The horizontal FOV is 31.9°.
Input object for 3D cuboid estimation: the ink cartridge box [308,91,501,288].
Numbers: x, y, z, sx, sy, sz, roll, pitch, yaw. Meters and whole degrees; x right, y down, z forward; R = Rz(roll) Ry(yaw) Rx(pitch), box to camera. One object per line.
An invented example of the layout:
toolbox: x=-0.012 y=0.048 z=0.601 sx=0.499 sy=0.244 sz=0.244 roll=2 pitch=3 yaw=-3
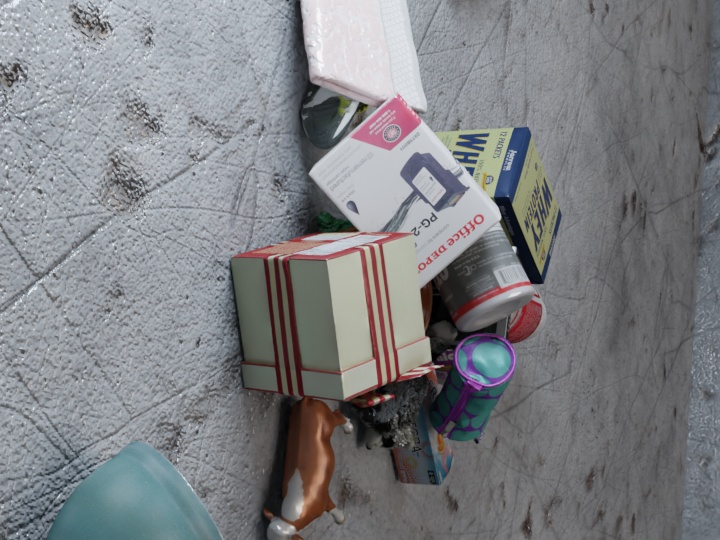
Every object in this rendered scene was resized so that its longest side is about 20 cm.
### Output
ink cartridge box: x=0.056 y=-0.096 z=1.550 sx=0.200 sy=0.145 sz=0.084 roll=48 pitch=9 yaw=-7

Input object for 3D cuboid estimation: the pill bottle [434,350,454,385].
pill bottle: x=0.122 y=0.066 z=1.856 sx=0.112 sy=0.112 sz=0.200 roll=-63 pitch=142 yaw=-41

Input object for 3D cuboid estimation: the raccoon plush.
raccoon plush: x=0.077 y=0.171 z=1.718 sx=0.134 sy=0.200 sz=0.097 roll=43 pitch=16 yaw=-56

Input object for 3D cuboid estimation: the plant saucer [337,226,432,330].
plant saucer: x=0.002 y=0.041 z=1.626 sx=0.200 sy=0.032 sz=0.201 roll=-4 pitch=99 yaw=-30

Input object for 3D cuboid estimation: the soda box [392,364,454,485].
soda box: x=0.079 y=0.209 z=1.819 sx=0.064 sy=0.068 sz=0.200 roll=-46 pitch=129 yaw=-53

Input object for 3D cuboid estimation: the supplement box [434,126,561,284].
supplement box: x=0.165 y=-0.090 z=1.844 sx=0.200 sy=0.199 sz=0.134 roll=60 pitch=40 yaw=-44

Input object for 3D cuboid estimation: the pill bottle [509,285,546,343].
pill bottle: x=0.235 y=0.061 z=2.074 sx=0.200 sy=0.112 sz=0.113 roll=21 pitch=71 yaw=-61

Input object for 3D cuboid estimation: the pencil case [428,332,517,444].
pencil case: x=0.150 y=0.162 z=1.699 sx=0.092 sy=0.085 sz=0.200 roll=-54 pitch=168 yaw=-29

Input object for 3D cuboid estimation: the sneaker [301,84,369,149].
sneaker: x=-0.014 y=-0.227 z=1.635 sx=0.085 sy=0.074 sz=0.200 roll=58 pitch=41 yaw=-46

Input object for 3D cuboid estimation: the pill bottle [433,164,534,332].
pill bottle: x=0.138 y=-0.030 z=1.668 sx=0.114 sy=0.114 sz=0.200 roll=5 pitch=56 yaw=-62

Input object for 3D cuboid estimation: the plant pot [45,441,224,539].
plant pot: x=-0.216 y=0.276 z=1.154 sx=0.134 sy=0.200 sz=0.201 roll=-28 pitch=118 yaw=-29

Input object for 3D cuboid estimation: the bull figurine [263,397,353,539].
bull figurine: x=-0.062 y=0.256 z=1.558 sx=0.121 sy=0.065 sz=0.201 roll=36 pitch=60 yaw=-62

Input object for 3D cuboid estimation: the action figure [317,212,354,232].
action figure: x=0.000 y=0.000 z=1.666 sx=0.118 sy=0.055 sz=0.200 roll=-42 pitch=119 yaw=-16

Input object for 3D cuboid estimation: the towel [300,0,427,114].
towel: x=0.000 y=-0.301 z=1.598 sx=0.191 sy=0.032 sz=0.201 roll=15 pitch=57 yaw=-41

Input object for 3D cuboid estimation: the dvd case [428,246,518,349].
dvd case: x=0.111 y=0.034 z=1.742 sx=0.025 sy=0.199 sz=0.151 roll=51 pitch=45 yaw=-65

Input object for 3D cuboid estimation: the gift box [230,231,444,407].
gift box: x=-0.019 y=0.057 z=1.479 sx=0.200 sy=0.184 sz=0.187 roll=-15 pitch=103 yaw=-43
